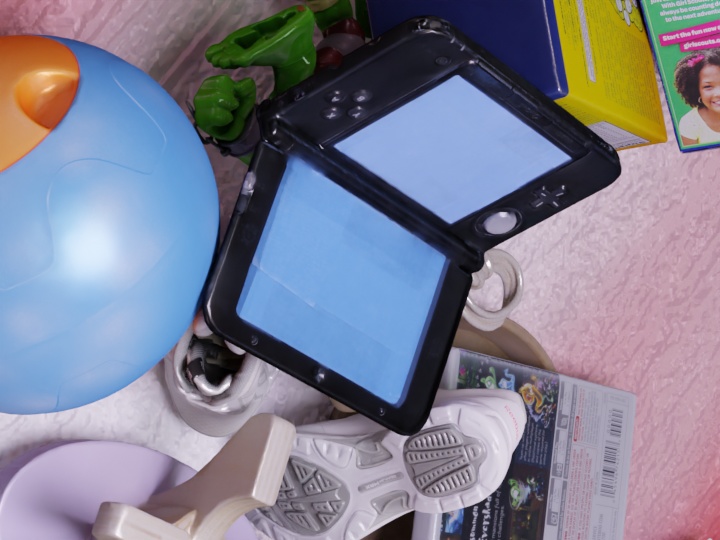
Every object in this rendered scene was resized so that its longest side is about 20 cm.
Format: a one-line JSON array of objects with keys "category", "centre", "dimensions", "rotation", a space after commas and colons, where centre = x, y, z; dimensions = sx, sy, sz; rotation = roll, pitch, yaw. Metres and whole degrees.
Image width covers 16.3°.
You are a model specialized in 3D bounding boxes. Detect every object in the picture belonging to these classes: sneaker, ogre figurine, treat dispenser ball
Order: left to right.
[{"category": "treat dispenser ball", "centre": [-0.174, -0.025, 1.327], "dimensions": [0.200, 0.201, 0.202], "rotation": [-9, 106, -34]}, {"category": "sneaker", "centre": [-0.083, 0.049, 1.435], "dimensions": [0.075, 0.200, 0.081], "rotation": [19, 58, 1]}, {"category": "ogre figurine", "centre": [-0.021, -0.114, 1.476], "dimensions": [0.200, 0.098, 0.120], "rotation": [-72, 143, -51]}, {"category": "sneaker", "centre": [0.016, 0.116, 1.523], "dimensions": [0.099, 0.199, 0.078], "rotation": [-29, 106, -60]}]

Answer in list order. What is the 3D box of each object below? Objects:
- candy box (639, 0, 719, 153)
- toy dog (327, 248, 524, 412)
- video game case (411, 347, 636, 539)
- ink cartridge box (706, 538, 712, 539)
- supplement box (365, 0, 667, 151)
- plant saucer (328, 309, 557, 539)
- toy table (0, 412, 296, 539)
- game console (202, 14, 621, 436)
[{"category": "candy box", "centre": [0.220, -0.203, 1.595], "dimensions": [0.169, 0.077, 0.201], "rotation": [-68, 142, -58]}, {"category": "toy dog", "centre": [0.000, 0.000, 1.544], "dimensions": [0.200, 0.096, 0.132], "rotation": [-30, 111, -42]}, {"category": "video game case", "centre": [0.104, 0.163, 1.617], "dimensions": [0.181, 0.023, 0.201], "rotation": [15, 78, -42]}, {"category": "ink cartridge box", "centre": [0.225, 0.267, 1.689], "dimensions": [0.200, 0.068, 0.117], "rotation": [-26, 118, -56]}, {"category": "supplement box", "centre": [0.094, -0.129, 1.486], "dimensions": [0.200, 0.108, 0.110], "rotation": [13, 66, -65]}, {"category": "plant saucer", "centre": [0.051, 0.121, 1.630], "dimensions": [0.199, 0.029, 0.201], "rotation": [-8, 105, -33]}, {"category": "toy table", "centre": [-0.106, 0.170, 1.436], "dimensions": [0.200, 0.117, 0.185], "rotation": [14, 80, -39]}, {"category": "game console", "centre": [0.033, -0.020, 1.364], "dimensions": [0.200, 0.176, 0.117], "rotation": [31, 40, -46]}]
